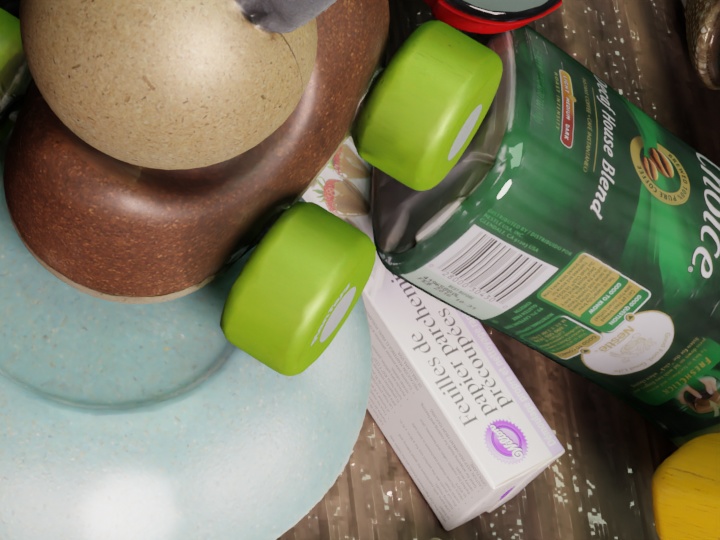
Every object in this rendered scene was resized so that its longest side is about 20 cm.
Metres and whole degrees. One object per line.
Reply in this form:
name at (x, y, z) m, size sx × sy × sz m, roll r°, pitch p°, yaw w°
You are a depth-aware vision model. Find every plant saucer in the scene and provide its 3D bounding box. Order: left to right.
plant saucer at (-0.091, 0.012, 0.919) m, size 0.201 × 0.039 × 0.201 m, roll 6°, pitch 55°, yaw -9°

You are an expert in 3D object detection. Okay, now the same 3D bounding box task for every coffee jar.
coffee jar at (0.103, -0.003, 1.004) m, size 0.200 × 0.085 × 0.104 m, roll 31°, pitch 38°, yaw -27°

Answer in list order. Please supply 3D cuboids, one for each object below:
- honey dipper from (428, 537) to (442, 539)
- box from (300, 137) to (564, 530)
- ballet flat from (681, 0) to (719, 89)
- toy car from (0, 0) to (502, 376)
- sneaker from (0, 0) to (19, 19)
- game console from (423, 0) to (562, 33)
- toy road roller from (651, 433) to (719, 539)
honey dipper at (-0.028, 0.105, 0.930) m, size 0.200 × 0.038 × 0.038 m, roll 8°, pitch 58°, yaw -19°
box at (0.000, 0.000, 1.003) m, size 0.039 × 0.041 × 0.200 m, roll -24°, pitch 74°, yaw -37°
ballet flat at (0.179, -0.144, 1.183) m, size 0.065 × 0.071 × 0.200 m, roll 26°, pitch 44°, yaw 23°
toy car at (-0.049, -0.087, 0.840) m, size 0.164 × 0.200 × 0.158 m, roll 31°, pitch 68°, yaw 9°
sneaker at (-0.116, -0.128, 1.012) m, size 0.200 × 0.076 × 0.092 m, roll -9°, pitch 39°, yaw -24°
game console at (0.028, -0.199, 0.968) m, size 0.200 × 0.031 × 0.177 m, roll 40°, pitch 74°, yaw -2°
toy road roller at (0.170, 0.113, 0.934) m, size 0.123 × 0.146 × 0.200 m, roll 15°, pitch 34°, yaw 37°
